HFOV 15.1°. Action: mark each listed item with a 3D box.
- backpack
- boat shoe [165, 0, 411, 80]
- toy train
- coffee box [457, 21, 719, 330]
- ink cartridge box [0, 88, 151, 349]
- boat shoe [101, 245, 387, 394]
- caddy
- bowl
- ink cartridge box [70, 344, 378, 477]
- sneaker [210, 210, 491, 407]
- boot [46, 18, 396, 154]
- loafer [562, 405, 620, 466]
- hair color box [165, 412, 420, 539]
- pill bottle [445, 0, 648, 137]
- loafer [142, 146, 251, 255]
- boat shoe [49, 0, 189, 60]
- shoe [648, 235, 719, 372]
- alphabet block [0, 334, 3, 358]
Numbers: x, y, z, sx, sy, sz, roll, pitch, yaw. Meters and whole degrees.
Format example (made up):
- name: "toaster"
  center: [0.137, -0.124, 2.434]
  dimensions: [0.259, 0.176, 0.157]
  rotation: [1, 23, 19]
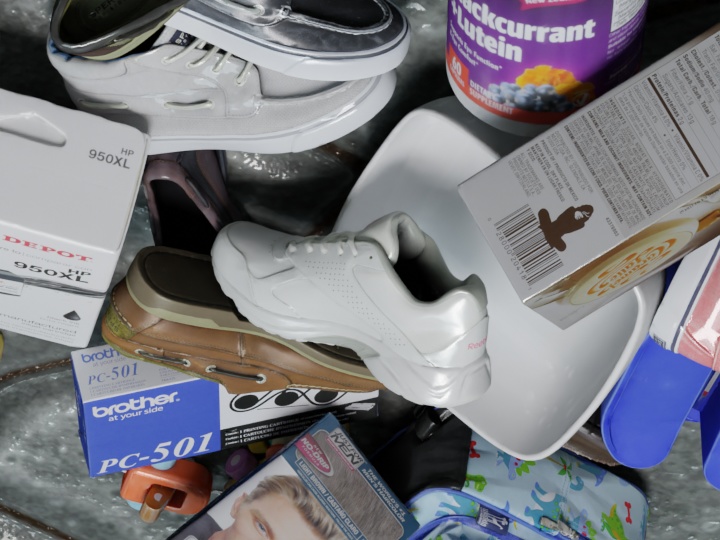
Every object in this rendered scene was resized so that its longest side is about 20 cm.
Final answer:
- name: "backpack"
  center: [0.092, 0.204, 1.879]
  dimensions: [0.200, 0.147, 0.183]
  rotation: [23, 140, -20]
- name: "boat shoe"
  center: [-0.063, -0.169, 1.539]
  dimensions: [0.200, 0.072, 0.068]
  rotation: [20, 140, -2]
- name: "toy train"
  center: [-0.093, 0.133, 1.900]
  dimensions: [0.150, 0.056, 0.200]
  rotation: [20, 139, -13]
- name: "coffee box"
  center: [0.166, -0.057, 1.486]
  dimensions: [0.200, 0.080, 0.114]
  rotation: [-32, 165, 8]
- name: "ink cartridge box"
  center: [-0.217, -0.033, 1.663]
  dimensions: [0.144, 0.084, 0.200]
  rotation: [15, 159, -7]
- name: "boat shoe"
  center: [-0.067, 0.041, 1.708]
  dimensions: [0.200, 0.072, 0.068]
  rotation: [19, 127, -22]
- name: "caddy"
  center: [0.228, 0.046, 1.702]
  dimensions: [0.141, 0.105, 0.200]
  rotation: [15, 138, -6]
- name: "bowl"
  center: [0.089, -0.002, 1.653]
  dimensions: [0.200, 0.075, 0.200]
  rotation: [42, 137, 10]
- name: "ink cartridge box"
  center: [-0.087, 0.075, 1.784]
  dimensions: [0.199, 0.044, 0.094]
  rotation: [-11, 145, -10]
- name: "sneaker"
  center: [0.000, 0.000, 1.636]
  dimensions: [0.200, 0.078, 0.100]
  rotation: [23, 120, 23]
- name: "boot"
  center: [-0.086, -0.120, 1.588]
  dimensions: [0.200, 0.074, 0.096]
  rotation: [-8, 146, 20]
- name: "loafer"
  center: [0.109, 0.072, 1.792]
  dimensions: [0.200, 0.073, 0.071]
  rotation: [29, 146, -15]
- name: "hair color box"
  center: [-0.058, 0.186, 1.833]
  dimensions: [0.100, 0.061, 0.200]
  rotation: [51, 137, 1]
- name: "pill bottle"
  center: [0.103, -0.177, 1.463]
  dimensions: [0.111, 0.112, 0.200]
  rotation: [5, 139, 5]
- name: "loafer"
  center: [-0.106, -0.021, 1.718]
  dimensions: [0.072, 0.063, 0.200]
  rotation: [-2, 138, 13]
- name: "boat shoe"
  center: [-0.092, -0.185, 1.470]
  dimensions: [0.201, 0.066, 0.072]
  rotation: [-41, 100, 13]
- name: "shoe"
  center: [0.250, -0.029, 1.566]
  dimensions: [0.091, 0.071, 0.200]
  rotation: [27, 99, 13]
- name: "alphabet block"
  center: [-0.380, 0.093, 1.795]
  dimensions: [0.195, 0.200, 0.196]
  rotation: [-17, 133, 26]
